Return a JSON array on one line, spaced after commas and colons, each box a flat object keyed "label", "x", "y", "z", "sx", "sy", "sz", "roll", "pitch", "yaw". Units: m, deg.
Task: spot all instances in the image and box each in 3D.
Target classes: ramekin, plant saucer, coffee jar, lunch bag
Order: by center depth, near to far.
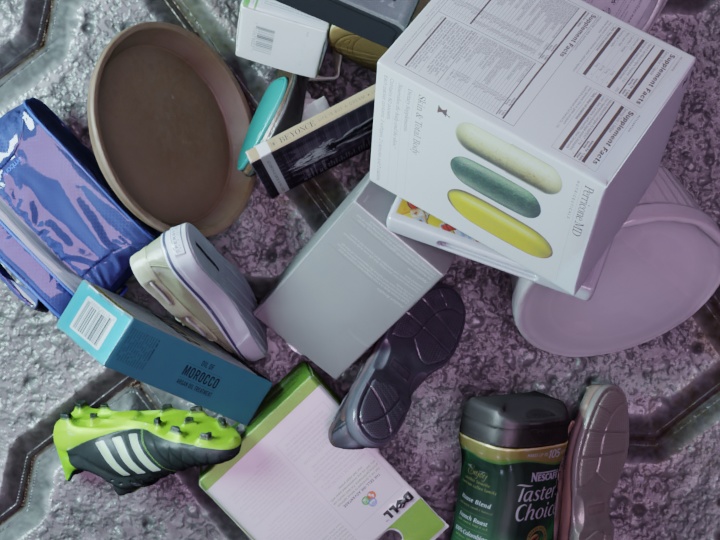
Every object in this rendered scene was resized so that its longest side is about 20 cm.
[{"label": "plant saucer", "x": -0.172, "y": -0.125, "z": 1.289, "sx": 0.029, "sy": 0.200, "sz": 0.202, "roll": -14, "pitch": 98, "yaw": 40}, {"label": "lunch bag", "x": -0.281, "y": -0.043, "z": 1.293, "sx": 0.132, "sy": 0.136, "sz": 0.200, "roll": -42, "pitch": 98, "yaw": 2}, {"label": "ramekin", "x": 0.227, "y": -0.017, "z": 1.305, "sx": 0.201, "sy": 0.203, "sz": 0.095, "roll": -13, "pitch": 53, "yaw": -2}, {"label": "coffee jar", "x": 0.139, "y": 0.216, "z": 1.350, "sx": 0.104, "sy": 0.085, "sz": 0.202, "roll": -2, "pitch": 101, "yaw": -36}]

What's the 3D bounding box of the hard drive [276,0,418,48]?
[{"label": "hard drive", "x": 0.000, "y": -0.287, "z": 1.202, "sx": 0.139, "sy": 0.033, "sz": 0.201, "roll": 22, "pitch": 53, "yaw": 0}]

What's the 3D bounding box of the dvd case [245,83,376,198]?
[{"label": "dvd case", "x": -0.006, "y": -0.132, "z": 1.297, "sx": 0.199, "sy": 0.149, "sz": 0.016, "roll": -28, "pitch": 81, "yaw": -1}]

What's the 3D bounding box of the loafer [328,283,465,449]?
[{"label": "loafer", "x": 0.030, "y": 0.088, "z": 1.328, "sx": 0.072, "sy": 0.063, "sz": 0.200, "roll": 48, "pitch": 50, "yaw": -15}]

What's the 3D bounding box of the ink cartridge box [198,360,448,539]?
[{"label": "ink cartridge box", "x": -0.037, "y": 0.213, "z": 1.361, "sx": 0.148, "sy": 0.076, "sz": 0.200, "roll": -42, "pitch": 101, "yaw": 0}]

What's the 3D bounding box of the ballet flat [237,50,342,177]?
[{"label": "ballet flat", "x": -0.055, "y": -0.176, "z": 1.326, "sx": 0.068, "sy": 0.068, "sz": 0.202, "roll": 18, "pitch": 87, "yaw": -19}]

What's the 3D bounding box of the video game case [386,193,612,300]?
[{"label": "video game case", "x": 0.141, "y": -0.086, "z": 1.214, "sx": 0.181, "sy": 0.023, "sz": 0.201, "roll": 20, "pitch": 60, "yaw": 10}]

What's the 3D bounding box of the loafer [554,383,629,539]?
[{"label": "loafer", "x": 0.212, "y": 0.207, "z": 1.382, "sx": 0.071, "sy": 0.063, "sz": 0.202, "roll": 5, "pitch": 92, "yaw": -38}]

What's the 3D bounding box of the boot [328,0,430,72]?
[{"label": "boot", "x": 0.040, "y": -0.255, "z": 1.269, "sx": 0.072, "sy": 0.200, "sz": 0.157, "roll": 17, "pitch": 92, "yaw": 21}]

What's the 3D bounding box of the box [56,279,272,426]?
[{"label": "box", "x": -0.173, "y": 0.076, "z": 1.278, "sx": 0.200, "sy": 0.082, "sz": 0.049, "roll": 32, "pitch": 90, "yaw": -50}]

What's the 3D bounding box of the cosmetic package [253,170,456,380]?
[{"label": "cosmetic package", "x": 0.000, "y": 0.000, "z": 1.287, "sx": 0.107, "sy": 0.200, "sz": 0.090, "roll": 40, "pitch": 48, "yaw": -7}]

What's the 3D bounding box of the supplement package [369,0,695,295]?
[{"label": "supplement package", "x": 0.131, "y": -0.118, "z": 1.130, "sx": 0.199, "sy": 0.152, "sz": 0.151, "roll": 30, "pitch": 61, "yaw": 16}]

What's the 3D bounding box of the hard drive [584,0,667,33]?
[{"label": "hard drive", "x": 0.199, "y": -0.281, "z": 1.314, "sx": 0.199, "sy": 0.038, "sz": 0.140, "roll": 30, "pitch": 92, "yaw": -29}]

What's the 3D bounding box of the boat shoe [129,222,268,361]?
[{"label": "boat shoe", "x": -0.144, "y": 0.024, "z": 1.300, "sx": 0.062, "sy": 0.200, "sz": 0.072, "roll": -18, "pitch": 52, "yaw": 11}]

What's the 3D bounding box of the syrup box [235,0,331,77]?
[{"label": "syrup box", "x": -0.046, "y": -0.283, "z": 1.274, "sx": 0.081, "sy": 0.079, "sz": 0.201, "roll": 16, "pitch": 65, "yaw": -3}]

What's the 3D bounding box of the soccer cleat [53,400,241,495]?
[{"label": "soccer cleat", "x": -0.197, "y": 0.170, "z": 1.332, "sx": 0.198, "sy": 0.067, "sz": 0.082, "roll": 2, "pitch": 109, "yaw": 24}]
